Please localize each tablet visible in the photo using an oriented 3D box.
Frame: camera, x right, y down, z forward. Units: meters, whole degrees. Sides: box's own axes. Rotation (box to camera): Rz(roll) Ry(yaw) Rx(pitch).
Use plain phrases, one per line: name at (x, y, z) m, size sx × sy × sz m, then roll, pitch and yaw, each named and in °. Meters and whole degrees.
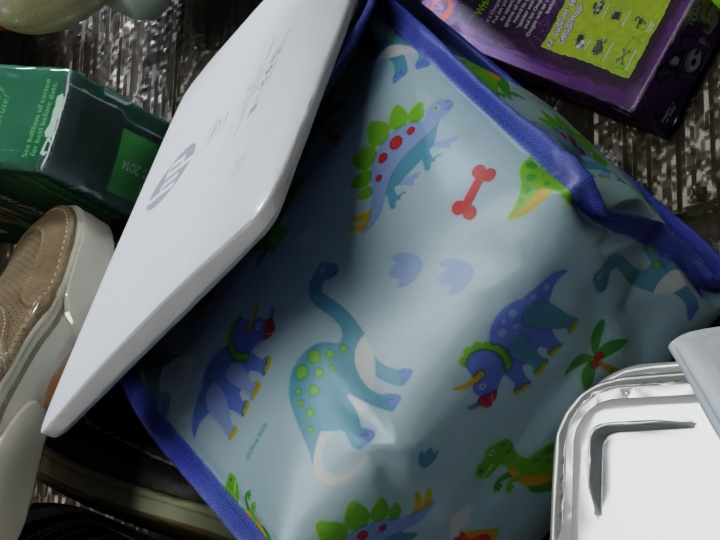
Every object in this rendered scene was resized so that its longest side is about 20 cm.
tablet at (-0.047, -0.040, 0.936) m, size 0.130 × 0.014 × 0.200 m, roll -44°, pitch 17°, yaw 35°

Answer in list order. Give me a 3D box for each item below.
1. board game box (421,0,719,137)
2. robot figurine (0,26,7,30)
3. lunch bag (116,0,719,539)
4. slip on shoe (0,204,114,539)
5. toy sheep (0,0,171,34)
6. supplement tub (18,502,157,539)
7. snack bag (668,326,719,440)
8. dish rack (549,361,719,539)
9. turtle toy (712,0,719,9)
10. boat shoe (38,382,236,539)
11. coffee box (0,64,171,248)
board game box at (0.109, -0.155, 1.013) m, size 0.120 × 0.032 × 0.200 m, roll 27°, pitch 86°, yaw 40°
robot figurine at (-0.237, -0.126, 1.206) m, size 0.200 × 0.117 × 0.144 m, roll -1°, pitch 59°, yaw 28°
lunch bag at (0.000, 0.000, 0.959) m, size 0.170 × 0.127 × 0.200 m, roll -51°, pitch 44°, yaw 8°
slip on shoe at (-0.134, 0.039, 0.956) m, size 0.076 × 0.060 × 0.200 m, roll -55°, pitch 14°, yaw 39°
toy sheep at (-0.078, -0.172, 1.104) m, size 0.200 × 0.138 × 0.138 m, roll -46°, pitch 47°, yaw -9°
supplement tub at (-0.083, 0.152, 0.951) m, size 0.200 × 0.122 × 0.123 m, roll 18°, pitch 81°, yaw 43°
snack bag at (0.209, 0.064, 0.749) m, size 0.200 × 0.021 × 0.189 m, roll -13°, pitch 52°, yaw -17°
dish rack at (0.141, 0.103, 0.821) m, size 0.200 × 0.044 × 0.172 m, roll -5°, pitch 75°, yaw 28°
turtle toy at (0.187, -0.122, 0.867) m, size 0.200 × 0.101 × 0.146 m, roll -43°, pitch 30°, yaw 53°
boat shoe at (-0.102, 0.051, 1.049) m, size 0.200 × 0.073 × 0.065 m, roll 22°, pitch 85°, yaw 43°
coffee box at (-0.148, -0.044, 1.101) m, size 0.200 × 0.123 × 0.044 m, roll 7°, pitch 77°, yaw 39°
